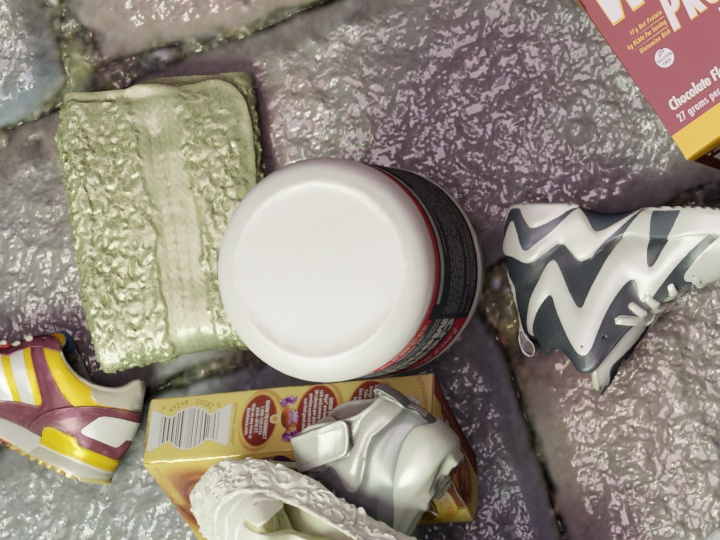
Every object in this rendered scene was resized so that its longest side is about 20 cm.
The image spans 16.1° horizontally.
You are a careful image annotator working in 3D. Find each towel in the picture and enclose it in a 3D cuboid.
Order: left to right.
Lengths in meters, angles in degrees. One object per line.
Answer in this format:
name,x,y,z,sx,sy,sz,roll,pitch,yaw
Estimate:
towel,-0.132,-0.035,1.758,0.148,0.036,0.200,-9,83,4

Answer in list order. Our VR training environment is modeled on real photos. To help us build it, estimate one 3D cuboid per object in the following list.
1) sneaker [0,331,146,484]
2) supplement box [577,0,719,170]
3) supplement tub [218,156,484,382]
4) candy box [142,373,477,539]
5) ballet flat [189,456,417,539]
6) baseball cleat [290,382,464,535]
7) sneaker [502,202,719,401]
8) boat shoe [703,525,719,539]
sneaker,-0.246,0.075,1.792,0.200,0.075,0.090,25,88,8
supplement box,0.218,-0.180,1.593,0.133,0.200,0.197,-36,80,13
supplement tub,0.000,0.000,1.652,0.140,0.200,0.141,0,90,16
candy box,-0.032,0.127,1.699,0.200,0.117,0.057,-8,55,15
ballet flat,-0.031,0.168,1.559,0.200,0.072,0.072,19,94,26
baseball cleat,-0.013,0.158,1.623,0.106,0.070,0.200,37,112,11
sneaker,0.188,0.022,1.663,0.199,0.079,0.130,2,91,16
boat shoe,0.268,0.263,1.646,0.068,0.072,0.200,-33,88,11
